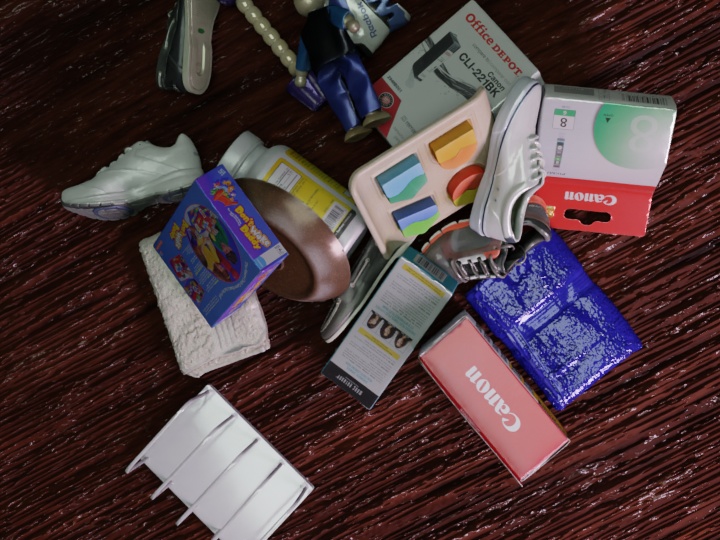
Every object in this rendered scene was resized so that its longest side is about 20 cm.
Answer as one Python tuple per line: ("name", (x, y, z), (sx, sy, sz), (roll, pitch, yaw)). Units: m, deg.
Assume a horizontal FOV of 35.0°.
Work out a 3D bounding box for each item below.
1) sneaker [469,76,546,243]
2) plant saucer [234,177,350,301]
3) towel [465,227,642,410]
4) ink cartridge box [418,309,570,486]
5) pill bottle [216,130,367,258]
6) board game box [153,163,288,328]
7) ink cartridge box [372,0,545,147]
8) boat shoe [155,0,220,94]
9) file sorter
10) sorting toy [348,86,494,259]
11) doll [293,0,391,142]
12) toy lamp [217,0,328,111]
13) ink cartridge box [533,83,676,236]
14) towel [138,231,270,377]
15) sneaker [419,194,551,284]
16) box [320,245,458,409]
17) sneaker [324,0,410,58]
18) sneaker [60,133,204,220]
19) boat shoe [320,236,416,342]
("sneaker", (0.193, -0.130, 1.379), (0.070, 0.073, 0.202), (24, 113, 26))
("plant saucer", (-0.105, -0.027, 1.424), (0.200, 0.201, 0.037), (36, 58, 4))
("towel", (0.250, 0.063, 1.478), (0.147, 0.050, 0.201), (-39, 88, 5))
("ink cartridge box", (0.165, 0.155, 1.424), (0.084, 0.176, 0.200), (-40, 88, 5))
("pill bottle", (-0.089, -0.088, 1.472), (0.199, 0.112, 0.113), (36, 94, 4))
("board game box", (-0.178, -0.025, 1.413), (0.045, 0.200, 0.135), (-34, 86, -33))
("ink cartridge box", (0.118, -0.217, 1.445), (0.199, 0.084, 0.145), (-39, 65, 4))
("boat shoe", (-0.229, -0.333, 1.503), (0.067, 0.072, 0.203), (6, 86, 29))
("file sorter", (-0.184, 0.274, 1.483), (0.200, 0.125, 0.139), (44, 95, 2))
("sorting toy", (0.090, -0.109, 1.380), (0.199, 0.185, 0.037), (-36, 59, -3))
("doll", (-0.036, -0.262, 1.421), (0.136, 0.048, 0.202), (-30, 81, 46))
("toy lamp", (-0.110, -0.295, 1.499), (0.058, 0.058, 0.200), (-40, 85, 5))
("ink cartridge box", (0.295, -0.126, 1.424), (0.159, 0.050, 0.202), (6, 120, 5))
("towel", (-0.207, 0.032, 1.525), (0.131, 0.034, 0.202), (-21, 89, 4))
("sneaker", (0.153, -0.022, 1.450), (0.199, 0.082, 0.077), (-34, 128, 14))
("box", (0.037, 0.075, 1.466), (0.082, 0.049, 0.201), (36, 113, 3))
("sneaker", (-0.045, -0.341, 1.480), (0.199, 0.081, 0.116), (36, 92, 2))
("sneaker", (-0.302, -0.122, 1.520), (0.198, 0.075, 0.088), (-14, 78, -2))
("boat shoe", (0.000, 0.000, 1.488), (0.057, 0.067, 0.201), (38, 88, -7))
